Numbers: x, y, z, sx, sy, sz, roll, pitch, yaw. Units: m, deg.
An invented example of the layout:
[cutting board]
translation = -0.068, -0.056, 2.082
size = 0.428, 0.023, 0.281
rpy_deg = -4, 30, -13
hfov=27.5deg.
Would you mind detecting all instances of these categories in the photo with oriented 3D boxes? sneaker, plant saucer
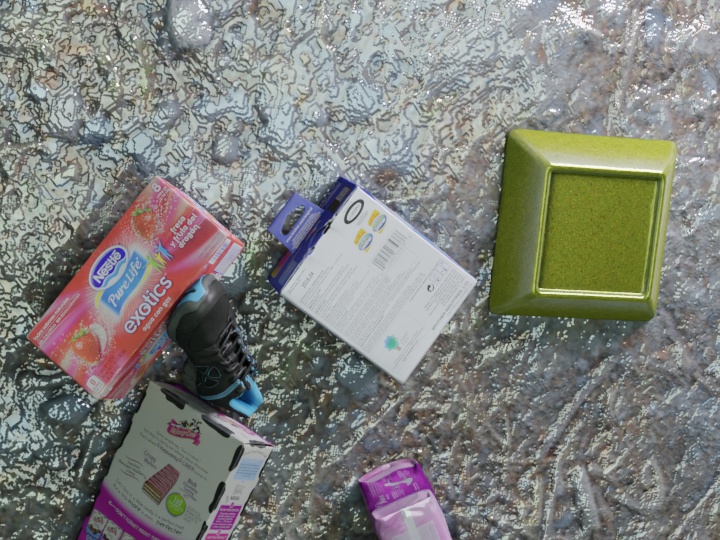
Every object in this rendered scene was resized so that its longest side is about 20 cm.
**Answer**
[sneaker]
translation = -0.132, 0.074, 1.428
size = 0.082, 0.201, 0.073
rpy_deg = 33, 67, 19
[plant saucer]
translation = 0.246, -0.042, 1.573
size = 0.197, 0.048, 0.202
rpy_deg = 3, 101, -15

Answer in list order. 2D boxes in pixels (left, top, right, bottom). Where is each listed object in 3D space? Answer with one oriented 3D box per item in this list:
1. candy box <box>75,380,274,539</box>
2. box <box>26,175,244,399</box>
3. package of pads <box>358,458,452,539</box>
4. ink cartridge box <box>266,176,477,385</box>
[candy box]
translation = -0.190, 0.230, 1.470
size = 0.061, 0.136, 0.201
rpy_deg = 17, 101, -60
[box]
translation = -0.214, 0.019, 1.426
size = 0.094, 0.103, 0.201
rpy_deg = 39, 91, 8
[package of pads]
translation = 0.068, 0.310, 1.560
size = 0.075, 0.121, 0.202
rpy_deg = -23, 106, -3
[ink cartridge box]
translation = 0.000, 0.000, 1.503
size = 0.199, 0.076, 0.137
rpy_deg = 37, 90, -20
